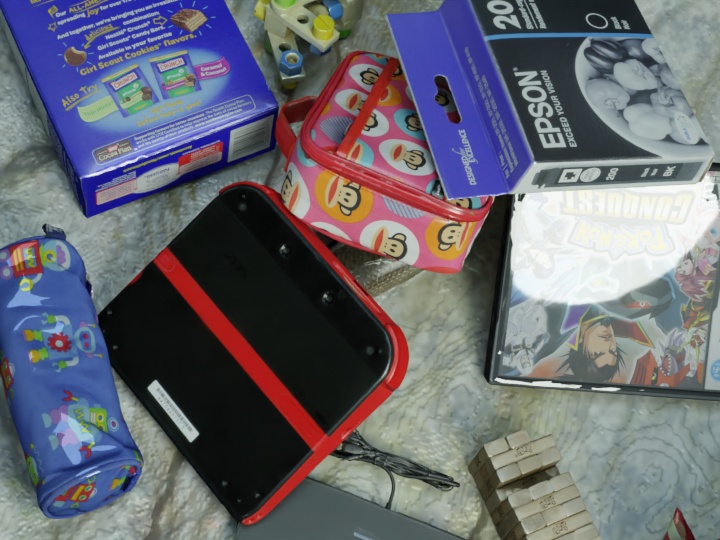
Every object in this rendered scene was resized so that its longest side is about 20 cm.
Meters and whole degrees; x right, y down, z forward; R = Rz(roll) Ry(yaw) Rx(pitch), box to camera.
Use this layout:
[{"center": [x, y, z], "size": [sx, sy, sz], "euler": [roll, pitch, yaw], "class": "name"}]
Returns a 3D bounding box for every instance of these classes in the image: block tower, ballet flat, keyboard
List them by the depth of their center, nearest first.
[{"center": [0.145, 0.214, 1.032], "size": [0.053, 0.058, 0.202], "euler": [-18, 70, -16], "class": "block tower"}, {"center": [0.015, 0.186, 1.044], "size": [0.198, 0.021, 0.128], "euler": [22, 69, 0], "class": "keyboard"}, {"center": [0.000, 0.000, 1.120], "size": [0.199, 0.047, 0.067], "euler": [-32, 64, -27], "class": "ballet flat"}]

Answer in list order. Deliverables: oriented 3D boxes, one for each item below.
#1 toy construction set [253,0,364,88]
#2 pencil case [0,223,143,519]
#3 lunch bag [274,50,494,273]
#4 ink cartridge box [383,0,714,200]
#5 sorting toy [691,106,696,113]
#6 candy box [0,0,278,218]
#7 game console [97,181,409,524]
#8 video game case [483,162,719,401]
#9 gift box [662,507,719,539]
[{"center": [-0.070, -0.259, 1.206], "size": [0.131, 0.092, 0.201], "euler": [-35, 85, -24], "class": "toy construction set"}, {"center": [-0.212, 0.072, 1.028], "size": [0.086, 0.078, 0.202], "euler": [-9, 66, -29], "class": "pencil case"}, {"center": [0.021, -0.090, 1.104], "size": [0.174, 0.083, 0.201], "euler": [21, 33, 2], "class": "lunch bag"}, {"center": [0.135, -0.140, 1.073], "size": [0.198, 0.044, 0.200], "euler": [-5, 52, -16], "class": "ink cartridge box"}, {"center": [0.170, -0.158, 1.180], "size": [0.199, 0.037, 0.185], "euler": [35, 36, 9], "class": "sorting toy"}, {"center": [-0.180, -0.166, 1.146], "size": [0.168, 0.077, 0.201], "euler": [-21, 71, -17], "class": "candy box"}, {"center": [-0.080, 0.053, 1.046], "size": [0.177, 0.031, 0.200], "euler": [-45, 70, 6], "class": "game console"}, {"center": [0.202, 0.004, 1.098], "size": [0.197, 0.026, 0.183], "euler": [4, 104, -8], "class": "video game case"}, {"center": [0.309, 0.236, 0.973], "size": [0.183, 0.187, 0.202], "euler": [-21, 85, -16], "class": "gift box"}]
